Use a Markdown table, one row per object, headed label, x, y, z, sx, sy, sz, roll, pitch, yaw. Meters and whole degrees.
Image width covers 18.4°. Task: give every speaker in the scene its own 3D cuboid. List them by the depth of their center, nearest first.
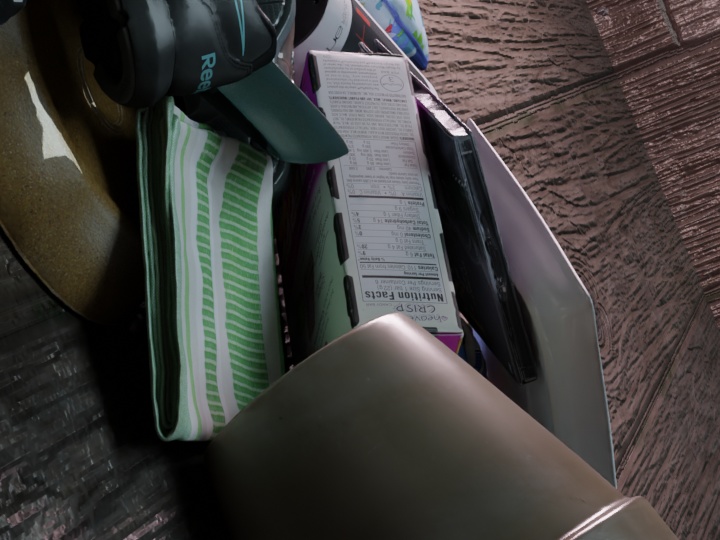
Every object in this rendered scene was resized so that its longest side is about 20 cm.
| label | x | y | z | sx | sy | sz | roll | pitch | yaw |
| --- | --- | --- | --- | --- | --- | --- | --- | --- | --- |
| speaker | -0.019 | -0.130 | 1.399 | 0.200 | 0.081 | 0.082 | 42 | 30 | -60 |

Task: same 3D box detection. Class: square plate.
| label | x | y | z | sx | sy | sz | roll | pitch | yaw |
| --- | --- | --- | --- | --- | --- | --- | --- | --- | --- |
| square plate | 0.096 | 0.044 | 1.272 | 0.200 | 0.028 | 0.199 | -118 | -166 | -53 |

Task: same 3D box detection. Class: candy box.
| label | x | y | z | sx | sy | sz | roll | pitch | yaw |
| --- | --- | --- | --- | --- | --- | --- | --- | --- | --- |
| candy box | 0.000 | 0.000 | 1.189 | 0.137 | 0.061 | 0.201 | 105 | -18 | -48 |

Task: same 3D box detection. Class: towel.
| label | x | y | z | sx | sy | sz | roll | pitch | yaw |
| --- | --- | --- | --- | --- | --- | --- | --- | --- | --- |
| towel | -0.067 | 0.004 | 1.047 | 0.200 | 0.023 | 0.154 | 25 | 61 | -79 |

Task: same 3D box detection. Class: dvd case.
| label | x | y | z | sx | sy | sz | roll | pitch | yaw |
| --- | --- | --- | --- | --- | --- | --- | --- | --- | --- |
| dvd case | 0.047 | -0.038 | 1.260 | 0.200 | 0.016 | 0.149 | -125 | -164 | -66 |

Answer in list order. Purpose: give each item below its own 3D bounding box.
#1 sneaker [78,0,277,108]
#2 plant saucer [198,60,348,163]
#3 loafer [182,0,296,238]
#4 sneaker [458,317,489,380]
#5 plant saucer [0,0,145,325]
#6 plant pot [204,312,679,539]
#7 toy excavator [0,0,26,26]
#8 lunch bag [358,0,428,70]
| label | x | y | z | sx | sy | sz | roll | pitch | yaw |
| --- | --- | --- | --- | --- | --- | --- | --- | --- | --- |
| sneaker | -0.093 | -0.167 | 0.967 | 0.075 | 0.079 | 0.201 | 144 | -67 | -65 |
| plant saucer | -0.087 | -0.116 | 1.085 | 0.200 | 0.027 | 0.200 | 43 | -2 | 2 |
| loafer | -0.068 | -0.099 | 1.232 | 0.063 | 0.071 | 0.201 | 83 | 3 | -53 |
| sneaker | 0.045 | 0.053 | 1.300 | 0.200 | 0.075 | 0.078 | -109 | -160 | -72 |
| plant saucer | -0.131 | -0.075 | 1.001 | 0.201 | 0.035 | 0.201 | 59 | 17 | -31 |
| plant pot | 0.022 | 0.122 | 1.020 | 0.174 | 0.200 | 0.200 | 53 | 12 | 10 |
| toy excavator | -0.181 | -0.197 | 0.896 | 0.195 | 0.199 | 0.100 | -53 | 133 | -24 |
| lunch bag | -0.027 | -0.224 | 1.511 | 0.200 | 0.082 | 0.161 | 47 | 23 | -57 |
